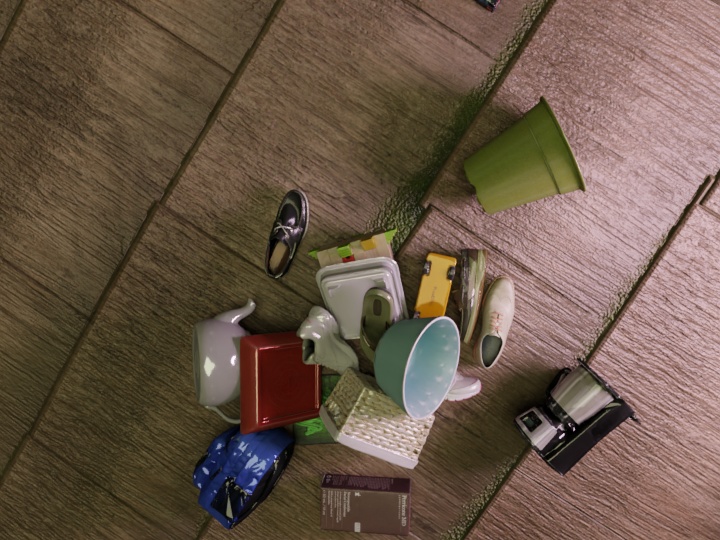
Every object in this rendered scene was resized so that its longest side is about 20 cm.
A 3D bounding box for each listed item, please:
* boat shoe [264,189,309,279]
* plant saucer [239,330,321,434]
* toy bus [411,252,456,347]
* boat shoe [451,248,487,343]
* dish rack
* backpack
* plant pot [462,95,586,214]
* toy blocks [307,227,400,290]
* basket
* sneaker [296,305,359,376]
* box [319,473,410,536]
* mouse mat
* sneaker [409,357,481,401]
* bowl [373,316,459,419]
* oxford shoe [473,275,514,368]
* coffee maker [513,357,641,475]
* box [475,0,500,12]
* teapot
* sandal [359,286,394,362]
[{"bbox_3d":[-0.161,-0.078,1.160,0.071,0.068,0.201,18,94,6],"label":"boat shoe"},{"bbox_3d":[-0.156,0.232,1.127,0.037,0.199,0.202,0,91,50],"label":"plant saucer"},{"bbox_3d":[0.150,0.064,1.131,0.065,0.078,0.202,12,96,6],"label":"toy bus"},{"bbox_3d":[0.225,0.051,1.132,0.064,0.073,0.202,10,92,16],"label":"boat shoe"},{"bbox_3d":[0.007,0.070,1.111,0.170,0.044,0.201,-10,129,8],"label":"dish rack"},{"bbox_3d":[-0.251,0.419,1.159,0.167,0.162,0.200,37,98,5],"label":"backpack"},{"bbox_3d":[0.311,-0.205,1.056,0.189,0.200,0.201,-25,92,20],"label":"plant pot"},{"bbox_3d":[0.000,0.000,1.143,0.199,0.100,0.138,-15,103,10],"label":"toy blocks"},{"bbox_3d":[0.036,0.302,1.108,0.199,0.135,0.124,28,90,-22],"label":"basket"},{"bbox_3d":[-0.077,0.173,1.130,0.099,0.078,0.201,-42,120,-22],"label":"sneaker"},{"bbox_3d":[0.012,0.518,1.184,0.198,0.075,0.101,1,94,4],"label":"box"},{"bbox_3d":[-0.061,0.314,1.209,0.198,0.008,0.162,-5,94,7],"label":"mouse mat"},{"bbox_3d":[0.161,0.218,1.141,0.198,0.081,0.089,10,97,4],"label":"sneaker"},{"bbox_3d":[0.099,0.176,1.041,0.105,0.200,0.202,13,97,37],"label":"bowl"},{"bbox_3d":[0.288,0.111,1.123,0.070,0.074,0.202,9,95,5],"label":"oxford shoe"},{"bbox_3d":[0.445,0.315,1.093,0.192,0.135,0.200,45,98,0],"label":"coffee maker"},{"bbox_3d":[0.277,-0.653,1.084,0.136,0.038,0.200,37,97,2],"label":"box"},{"bbox_3d":[-0.280,0.196,1.150,0.145,0.198,0.201,-1,138,-23],"label":"teapot"},{"bbox_3d":[0.031,0.123,1.082,0.079,0.058,0.202,3,129,12],"label":"sandal"}]
